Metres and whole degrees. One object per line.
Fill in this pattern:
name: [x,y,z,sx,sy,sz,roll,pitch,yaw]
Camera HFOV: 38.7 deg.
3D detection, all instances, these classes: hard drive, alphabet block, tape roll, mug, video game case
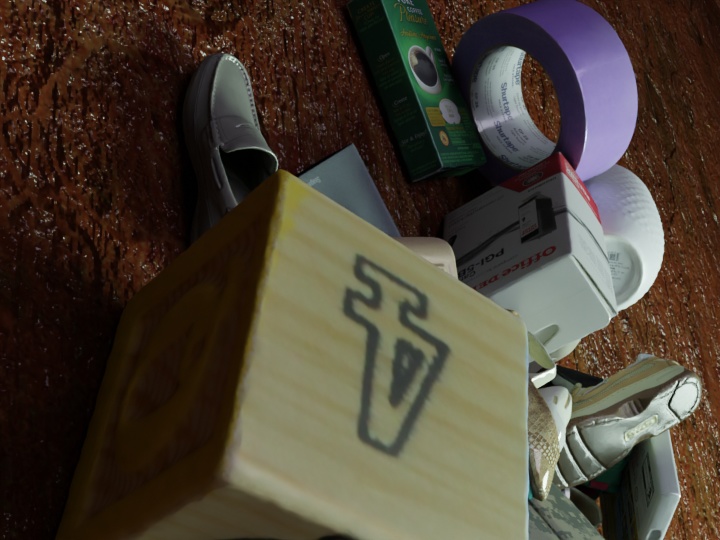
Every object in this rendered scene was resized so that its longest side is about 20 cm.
hard drive: [0.000,0.000,0.894,0.201,0.033,0.140,62,33,-8]
alphabet block: [-0.034,0.099,0.608,0.199,0.195,0.198,30,45,-26]
tape roll: [0.192,-0.184,1.102,0.085,0.200,0.201,-22,89,-32]
mug: [0.243,-0.038,1.159,0.198,0.149,0.176,18,23,2]
video game case: [0.278,0.216,1.040,0.201,0.023,0.183,-78,177,-55]

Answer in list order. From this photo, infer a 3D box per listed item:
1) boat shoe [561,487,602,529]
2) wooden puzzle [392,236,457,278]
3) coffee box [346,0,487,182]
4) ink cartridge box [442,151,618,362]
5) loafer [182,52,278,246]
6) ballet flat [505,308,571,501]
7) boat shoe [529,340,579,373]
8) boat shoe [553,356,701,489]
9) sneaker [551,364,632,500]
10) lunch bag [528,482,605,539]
boat shoe: [0.162,0.210,0.965,0.200,0.070,0.071,36,43,-37]
wooden puzzle: [0.008,0.070,0.814,0.184,0.037,0.202,-2,74,-32]
coffee box: [0.062,-0.196,1.090,0.123,0.044,0.202,-16,85,-59]
ink cartridge box: [0.156,-0.008,0.989,0.083,0.146,0.201,51,24,-23]
loafer: [-0.091,-0.081,0.775,0.070,0.069,0.202,19,55,-48]
ballet flat: [0.133,0.096,0.828,0.201,0.065,0.071,-108,-173,-48]
boat shoe: [0.174,0.070,1.100,0.063,0.073,0.199,33,26,30]
boat shoe: [0.216,0.137,0.950,0.199,0.076,0.072,-20,120,-18]
sneaker: [0.233,0.178,1.084,0.200,0.083,0.122,-101,-153,-81]
lunch bag: [0.109,0.251,0.759,0.167,0.140,0.200,16,25,-46]
